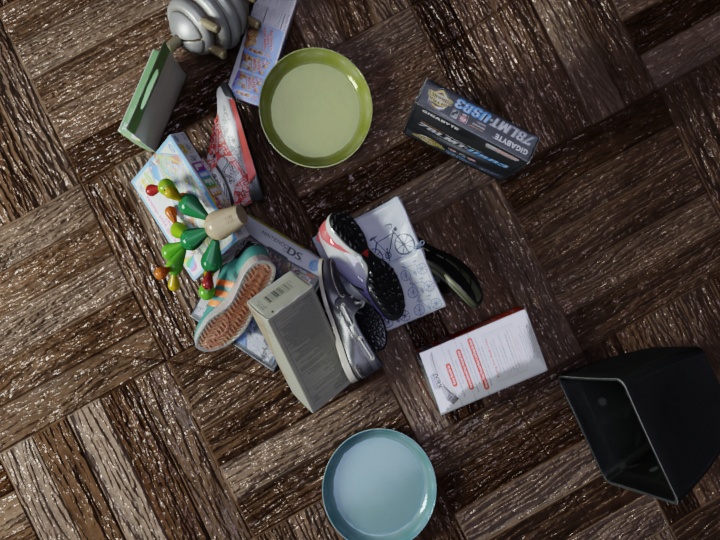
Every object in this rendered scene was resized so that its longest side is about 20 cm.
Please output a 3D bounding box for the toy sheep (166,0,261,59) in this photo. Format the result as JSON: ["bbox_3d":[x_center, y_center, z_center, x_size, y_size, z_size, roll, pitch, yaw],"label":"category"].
[{"bbox_3d":[-0.249,-0.420,1.131,0.138,0.138,0.200,43,61,0],"label":"toy sheep"}]

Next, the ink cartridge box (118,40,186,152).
[{"bbox_3d":[-0.339,-0.279,1.094,0.047,0.200,0.149,23,88,-3],"label":"ink cartridge box"}]

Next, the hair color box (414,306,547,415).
[{"bbox_3d":[0.203,0.151,1.164,0.196,0.064,0.113,-21,90,-3],"label":"hair color box"}]

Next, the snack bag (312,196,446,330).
[{"bbox_3d":[0.028,-0.001,1.148,0.185,0.021,0.204,-23,88,24],"label":"snack bag"}]

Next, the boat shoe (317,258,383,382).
[{"bbox_3d":[-0.016,0.071,1.086,0.061,0.073,0.205,-19,77,11],"label":"boat shoe"}]

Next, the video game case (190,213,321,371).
[{"bbox_3d":[-0.167,0.035,1.157,0.178,0.025,0.203,30,89,12],"label":"video game case"}]

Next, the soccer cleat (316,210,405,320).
[{"bbox_3d":[0.000,0.000,1.123,0.068,0.073,0.202,-32,85,-41],"label":"soccer cleat"}]

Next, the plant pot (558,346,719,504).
[{"bbox_3d":[0.475,0.226,1.114,0.174,0.200,0.203,-25,89,-15],"label":"plant pot"}]

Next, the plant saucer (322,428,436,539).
[{"bbox_3d":[0.032,0.371,1.172,0.194,0.027,0.206,0,89,-1],"label":"plant saucer"}]

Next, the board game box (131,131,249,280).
[{"bbox_3d":[-0.285,-0.104,1.136,0.134,0.034,0.202,-34,88,34],"label":"board game box"}]

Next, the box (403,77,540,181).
[{"bbox_3d":[0.171,-0.219,1.105,0.196,0.199,0.051,26,90,-1],"label":"box"}]

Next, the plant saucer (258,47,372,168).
[{"bbox_3d":[-0.077,-0.277,1.179,0.194,0.031,0.206,0,90,-5],"label":"plant saucer"}]

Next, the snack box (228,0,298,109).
[{"bbox_3d":[-0.170,-0.387,1.188,0.070,0.024,0.205,18,88,-2],"label":"snack box"}]

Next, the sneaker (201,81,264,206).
[{"bbox_3d":[-0.239,-0.203,1.153,0.105,0.067,0.206,-16,99,-3],"label":"sneaker"}]

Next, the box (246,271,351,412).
[{"bbox_3d":[-0.093,0.116,1.093,0.094,0.077,0.203,-34,124,-21],"label":"box"}]

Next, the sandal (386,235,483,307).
[{"bbox_3d":[0.123,0.001,1.167,0.199,0.080,0.058,34,121,14],"label":"sandal"}]

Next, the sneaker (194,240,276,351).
[{"bbox_3d":[-0.210,0.042,1.123,0.071,0.080,0.201,27,110,-37],"label":"sneaker"}]

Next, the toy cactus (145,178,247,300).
[{"bbox_3d":[-0.254,-0.060,1.065,0.162,0.102,0.205,-21,83,22],"label":"toy cactus"}]

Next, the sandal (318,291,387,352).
[{"bbox_3d":[-0.033,0.076,1.153,0.197,0.045,0.077,23,92,28],"label":"sandal"}]
